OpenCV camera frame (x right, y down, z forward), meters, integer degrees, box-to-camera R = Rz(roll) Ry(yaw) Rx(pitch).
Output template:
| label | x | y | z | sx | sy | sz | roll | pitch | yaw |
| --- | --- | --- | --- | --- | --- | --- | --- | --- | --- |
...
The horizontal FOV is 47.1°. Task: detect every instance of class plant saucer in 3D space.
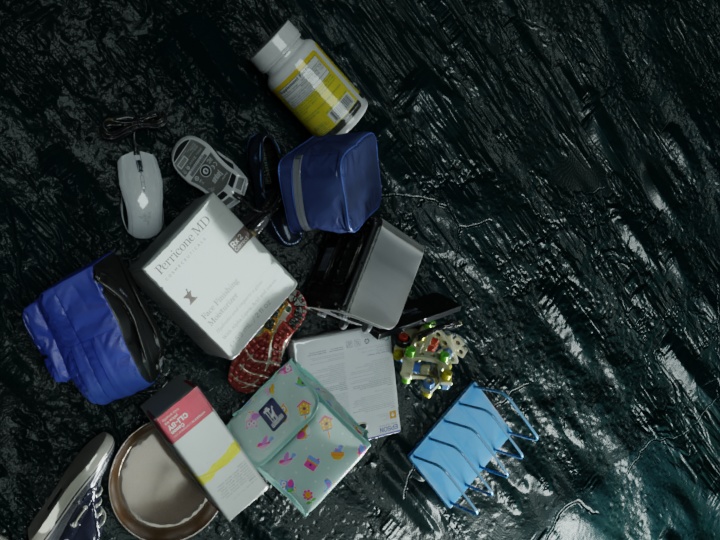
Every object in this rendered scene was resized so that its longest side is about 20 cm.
| label | x | y | z | sx | sy | sz | roll | pitch | yaw |
| --- | --- | --- | --- | --- | --- | --- | --- | --- | --- |
| plant saucer | -0.314 | 0.341 | 1.352 | 0.196 | 0.032 | 0.206 | 1 | 88 | -26 |

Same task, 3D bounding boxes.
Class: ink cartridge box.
| label | x | y | z | sx | sy | sz | roll | pitch | yaw |
| --- | --- | --- | --- | --- | --- | --- | --- | --- | --- |
| ink cartridge box | -0.028 | 0.208 | 1.487 | 0.192 | 0.043 | 0.205 | -8 | 96 | -25 |
| ink cartridge box | -0.246 | 0.275 | 1.289 | 0.083 | 0.145 | 0.202 | -37 | 104 | -20 |

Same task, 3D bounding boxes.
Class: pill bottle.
| label | x | y | z | sx | sy | sz | roll | pitch | yaw |
| --- | --- | --- | --- | --- | --- | --- | --- | --- | --- |
| pill bottle | -0.089 | -0.323 | 1.429 | 0.200 | 0.114 | 0.115 | 46 | 72 | -17 |

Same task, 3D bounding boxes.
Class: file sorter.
| label | x | y | z | sx | sy | sz | roll | pitch | yaw |
| --- | --- | --- | --- | --- | --- | --- | --- | --- | --- |
| file sorter | 0.217 | 0.335 | 1.556 | 0.200 | 0.122 | 0.140 | -44 | 106 | -19 |

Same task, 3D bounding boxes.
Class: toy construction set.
| label | x | y | z | sx | sy | sz | roll | pitch | yaw |
| --- | --- | --- | --- | --- | --- | --- | --- | --- | --- |
| toy construction set | 0.130 | 0.148 | 1.506 | 0.128 | 0.200 | 0.094 | 17 | 110 | 16 |

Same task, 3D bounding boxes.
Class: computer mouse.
| label | x | y | z | sx | sy | sz | roll | pitch | yaw |
| --- | --- | --- | --- | --- | --- | --- | --- | --- | --- |
| computer mouse | -0.224 | -0.147 | 1.371 | 0.199 | 0.044 | 0.110 | 41 | 103 | -2 |
| computer mouse | -0.355 | -0.154 | 1.337 | 0.107 | 0.044 | 0.205 | -9 | 93 | -26 |

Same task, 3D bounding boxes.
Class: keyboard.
| label | x | y | z | sx | sy | sz | roll | pitch | yaw |
| --- | --- | --- | --- | --- | --- | --- | --- | --- | --- |
| keyboard | 0.104 | 0.091 | 1.500 | 0.197 | 0.126 | 0.021 | -17 | 120 | -32 |

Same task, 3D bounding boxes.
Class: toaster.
| label | x | y | z | sx | sy | sz | roll | pitch | yaw |
| --- | --- | --- | --- | --- | --- | --- | --- | --- | --- |
| toaster | 0.000 | 0.000 | 1.431 | 0.117 | 0.180 | 0.204 | 27 | 77 | -27 |

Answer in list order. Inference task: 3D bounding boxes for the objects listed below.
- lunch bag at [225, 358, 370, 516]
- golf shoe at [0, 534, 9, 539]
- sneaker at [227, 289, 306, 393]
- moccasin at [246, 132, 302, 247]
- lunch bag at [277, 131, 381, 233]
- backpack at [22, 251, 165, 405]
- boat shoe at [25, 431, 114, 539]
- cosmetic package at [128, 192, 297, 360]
| label | x | y | z | sx | sy | sz | roll | pitch | yaw |
| --- | --- | --- | --- | --- | --- | --- | --- | --- | --- |
| lunch bag | -0.105 | 0.269 | 1.370 | 0.170 | 0.122 | 0.200 | -45 | 98 | 2 |
| golf shoe | -0.503 | 0.449 | 1.219 | 0.201 | 0.087 | 0.078 | 51 | 37 | -18 |
| sneaker | -0.155 | 0.121 | 1.410 | 0.077 | 0.082 | 0.202 | 35 | 92 | -8 |
| moccasin | -0.149 | -0.136 | 1.420 | 0.079 | 0.068 | 0.204 | -27 | 101 | -23 |
| lunch bag | -0.051 | -0.149 | 1.359 | 0.200 | 0.129 | 0.139 | -48 | 135 | -61 |
| backpack | -0.395 | 0.098 | 1.252 | 0.165 | 0.163 | 0.203 | -26 | 102 | 8 |
| boat shoe | -0.425 | 0.357 | 1.283 | 0.092 | 0.074 | 0.202 | 40 | 81 | -26 |
| cosmetic package | -0.240 | 0.011 | 1.320 | 0.200 | 0.164 | 0.166 | 46 | 71 | -17 |
